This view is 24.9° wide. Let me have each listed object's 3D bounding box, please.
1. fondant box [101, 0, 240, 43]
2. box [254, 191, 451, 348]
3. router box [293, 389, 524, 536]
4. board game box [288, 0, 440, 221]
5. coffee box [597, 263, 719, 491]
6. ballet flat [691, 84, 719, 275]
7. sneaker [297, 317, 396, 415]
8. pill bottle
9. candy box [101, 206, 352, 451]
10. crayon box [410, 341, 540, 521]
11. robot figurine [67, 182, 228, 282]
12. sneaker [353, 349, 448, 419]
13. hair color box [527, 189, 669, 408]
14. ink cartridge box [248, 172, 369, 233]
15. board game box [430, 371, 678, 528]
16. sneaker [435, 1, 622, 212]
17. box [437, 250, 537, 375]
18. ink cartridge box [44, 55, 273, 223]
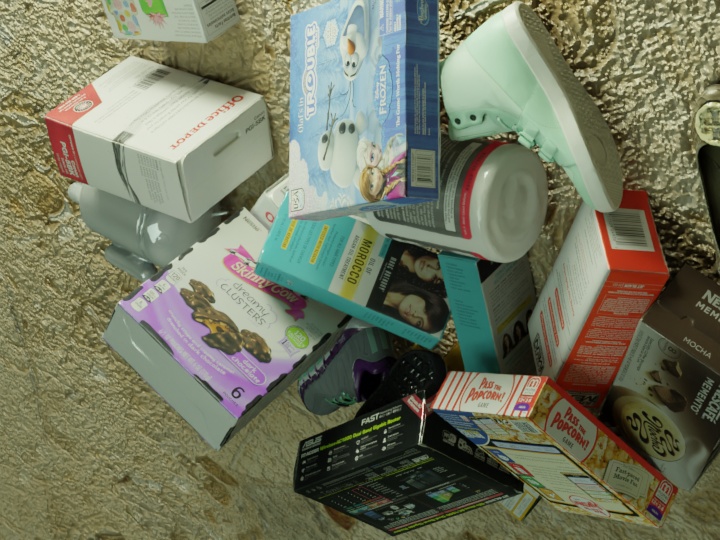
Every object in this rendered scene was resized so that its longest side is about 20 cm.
[{"bbox_3d":[-0.218,-0.336,1.666,0.143,0.058,0.201,9,126,40],"label":"fondant box"},{"bbox_3d":[0.000,0.000,1.642,0.199,0.083,0.049,23,165,-3],"label":"box"},{"bbox_3d":[0.050,0.203,1.688,0.149,0.063,0.199,30,141,-33],"label":"router box"},{"bbox_3d":[0.000,-0.155,1.511,0.198,0.043,0.202,-8,81,57],"label":"board game box"},{"bbox_3d":[0.298,0.101,1.484,0.113,0.080,0.201,36,151,16],"label":"coffee box"},{"bbox_3d":[0.315,-0.062,1.382,0.067,0.046,0.201,11,129,38],"label":"ballet flat"},{"bbox_3d":[-0.014,0.128,1.819,0.200,0.074,0.088,120,140,-51],"label":"sneaker"},{"bbox_3d":[0.070,-0.078,1.555,0.199,0.111,0.111,13,130,39],"label":"pill bottle"},{"bbox_3d":[-0.132,0.055,1.656,0.168,0.200,0.072,43,139,8],"label":"candy box"},{"bbox_3d":[0.130,0.161,1.747,0.200,0.052,0.126,39,141,12],"label":"crayon box"},{"bbox_3d":[-0.240,-0.074,1.862,0.199,0.113,0.171,27,109,26],"label":"robot figurine"},{"bbox_3d":[0.059,0.148,1.726,0.082,0.072,0.200,19,147,-17],"label":"sneaker"},{"bbox_3d":[0.216,0.028,1.505,0.061,0.102,0.201,4,140,-13],"label":"hair color box"},{"bbox_3d":[-0.069,-0.003,1.777,0.148,0.086,0.200,47,140,2],"label":"ink cartridge box"},{"bbox_3d":[0.185,0.171,1.561,0.200,0.047,0.151,40,158,-27],"label":"board game box"},{"bbox_3d":[0.147,-0.124,1.450,0.118,0.074,0.201,-30,89,30],"label":"sneaker"},{"bbox_3d":[0.137,0.052,1.624,0.049,0.082,0.201,11,128,38],"label":"box"},{"bbox_3d":[-0.214,-0.143,1.751,0.199,0.147,0.083,20,135,33],"label":"ink cartridge box"}]
